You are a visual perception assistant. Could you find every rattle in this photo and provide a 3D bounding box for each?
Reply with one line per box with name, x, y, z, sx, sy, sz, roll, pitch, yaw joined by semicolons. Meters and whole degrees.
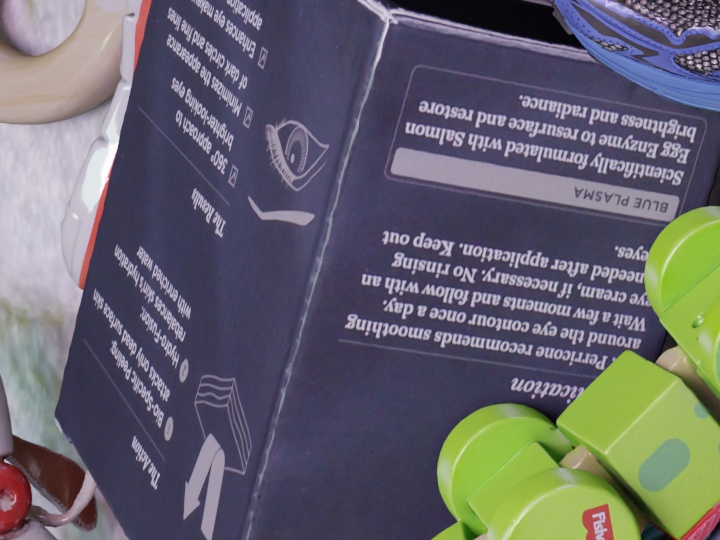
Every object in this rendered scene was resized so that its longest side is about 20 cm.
rattle;-0.173;-0.098;0.976;0.200;0.143;0.130;-21;99;31

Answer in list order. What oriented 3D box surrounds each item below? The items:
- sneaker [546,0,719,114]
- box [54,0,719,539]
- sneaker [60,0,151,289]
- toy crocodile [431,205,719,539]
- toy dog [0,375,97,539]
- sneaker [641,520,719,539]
sneaker;0.144;-0.084;0.666;0.200;0.078;0.076;1;73;11
box;0.000;0.000;0.806;0.197;0.117;0.200;-134;57;-62
sneaker;-0.039;-0.069;0.918;0.082;0.077;0.200;26;121;10
toy crocodile;0.083;0.043;0.701;0.200;0.062;0.068;-43;22;1
toy dog;-0.128;0.118;0.979;0.096;0.132;0.200;163;108;-70
sneaker;0.087;0.101;0.782;0.200;0.077;0.086;115;137;-55
